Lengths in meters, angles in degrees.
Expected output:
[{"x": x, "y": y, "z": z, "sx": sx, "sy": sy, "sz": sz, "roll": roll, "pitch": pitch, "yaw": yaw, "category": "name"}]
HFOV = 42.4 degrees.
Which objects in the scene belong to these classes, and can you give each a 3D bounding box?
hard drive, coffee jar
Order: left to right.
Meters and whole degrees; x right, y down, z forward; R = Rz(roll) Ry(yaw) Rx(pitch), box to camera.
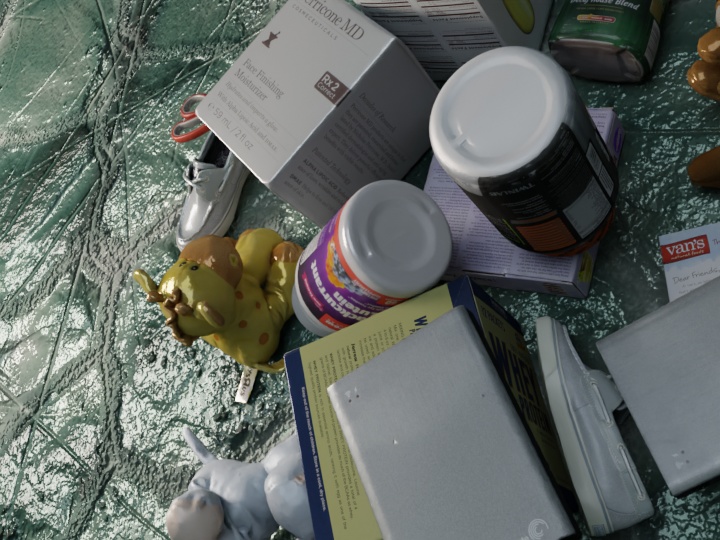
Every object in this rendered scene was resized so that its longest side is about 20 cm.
[{"x": 0.067, "y": 0.148, "z": 0.734, "sx": 0.139, "sy": 0.033, "sz": 0.201, "roll": -33, "pitch": 58, "yaw": 15, "category": "hard drive"}, {"x": 0.271, "y": -0.298, "z": 0.943, "sx": 0.104, "sy": 0.085, "sz": 0.201, "roll": 14, "pitch": 77, "yaw": 35, "category": "coffee jar"}, {"x": 0.305, "y": 0.071, "z": 0.726, "sx": 0.199, "sy": 0.033, "sz": 0.140, "roll": -32, "pitch": 57, "yaw": 17, "category": "hard drive"}]

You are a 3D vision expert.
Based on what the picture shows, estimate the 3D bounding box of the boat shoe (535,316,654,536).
[{"x": 0.206, "y": 0.129, "z": 0.820, "sx": 0.071, "sy": 0.070, "sz": 0.202, "roll": -15, "pitch": 61, "yaw": 6, "category": "boat shoe"}]

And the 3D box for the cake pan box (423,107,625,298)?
[{"x": 0.150, "y": -0.074, "z": 0.944, "sx": 0.199, "sy": 0.052, "sz": 0.185, "roll": 6, "pitch": 71, "yaw": 33, "category": "cake pan box"}]

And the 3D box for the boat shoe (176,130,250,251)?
[{"x": -0.183, "y": -0.118, "z": 1.142, "sx": 0.070, "sy": 0.071, "sz": 0.202, "roll": 19, "pitch": 80, "yaw": 36, "category": "boat shoe"}]

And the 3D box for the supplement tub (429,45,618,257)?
[{"x": 0.149, "y": -0.091, "z": 0.798, "sx": 0.122, "sy": 0.200, "sz": 0.123, "roll": -11, "pitch": 66, "yaw": 25, "category": "supplement tub"}]

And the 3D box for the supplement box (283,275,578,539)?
[{"x": 0.060, "y": 0.147, "z": 0.850, "sx": 0.199, "sy": 0.134, "sz": 0.201, "roll": -25, "pitch": 60, "yaw": 20, "category": "supplement box"}]

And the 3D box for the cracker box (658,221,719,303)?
[{"x": 0.335, "y": 0.054, "z": 0.771, "sx": 0.133, "sy": 0.058, "sz": 0.201, "roll": -14, "pitch": 64, "yaw": 26, "category": "cracker box"}]

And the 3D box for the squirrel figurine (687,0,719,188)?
[{"x": 0.392, "y": -0.183, "z": 0.812, "sx": 0.198, "sy": 0.142, "sz": 0.188, "roll": 5, "pitch": 61, "yaw": 18, "category": "squirrel figurine"}]

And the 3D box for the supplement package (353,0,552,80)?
[{"x": 0.107, "y": -0.333, "z": 0.987, "sx": 0.146, "sy": 0.200, "sz": 0.193, "roll": 8, "pitch": 75, "yaw": 33, "category": "supplement package"}]

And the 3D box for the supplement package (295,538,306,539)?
[{"x": 0.002, "y": 0.349, "z": 0.811, "sx": 0.200, "sy": 0.117, "sz": 0.117, "roll": 36, "pitch": 91, "yaw": 37, "category": "supplement package"}]

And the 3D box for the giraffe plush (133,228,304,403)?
[{"x": -0.158, "y": 0.028, "z": 1.016, "sx": 0.171, "sy": 0.162, "sz": 0.201, "roll": -11, "pitch": 64, "yaw": 27, "category": "giraffe plush"}]

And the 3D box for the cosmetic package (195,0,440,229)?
[{"x": -0.036, "y": -0.174, "z": 1.027, "sx": 0.200, "sy": 0.165, "sz": 0.165, "roll": -49, "pitch": 55, "yaw": 4, "category": "cosmetic package"}]

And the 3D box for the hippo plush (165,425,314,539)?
[{"x": -0.086, "y": 0.240, "z": 0.923, "sx": 0.160, "sy": 0.160, "sz": 0.200, "roll": -21, "pitch": 16, "yaw": 3, "category": "hippo plush"}]

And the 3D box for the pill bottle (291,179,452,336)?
[{"x": 0.000, "y": 0.000, "z": 0.917, "sx": 0.200, "sy": 0.111, "sz": 0.112, "roll": 138, "pitch": 139, "yaw": -60, "category": "pill bottle"}]

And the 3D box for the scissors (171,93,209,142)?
[{"x": -0.145, "y": -0.206, "z": 1.112, "sx": 0.199, "sy": 0.014, "sz": 0.074, "roll": -16, "pitch": 49, "yaw": 26, "category": "scissors"}]
